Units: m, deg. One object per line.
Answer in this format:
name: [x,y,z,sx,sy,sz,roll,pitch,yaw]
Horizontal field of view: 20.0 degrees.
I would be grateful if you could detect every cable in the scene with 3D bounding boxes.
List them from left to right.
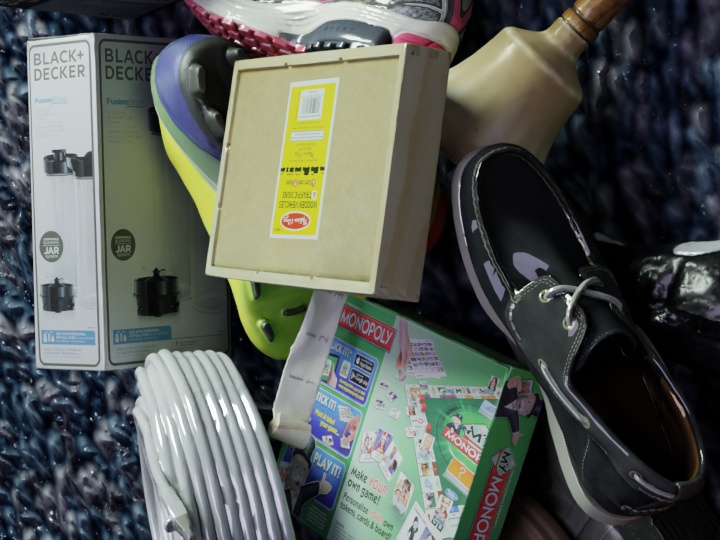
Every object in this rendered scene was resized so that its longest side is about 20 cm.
cable: [-0.085,0.141,1.178,0.200,0.069,0.200,90,165,-51]

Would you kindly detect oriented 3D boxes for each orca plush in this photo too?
orca plush: [0.166,0.007,1.025,0.200,0.071,0.105,34,112,34]

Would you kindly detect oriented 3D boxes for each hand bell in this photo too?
hand bell: [0.118,-0.133,1.056,0.200,0.104,0.104,-48,62,11]

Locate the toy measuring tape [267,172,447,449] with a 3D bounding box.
toy measuring tape: [0.000,0.000,1.112,0.073,0.074,0.201,11,78,39]

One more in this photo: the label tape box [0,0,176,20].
label tape box: [-0.171,-0.195,1.249,0.200,0.143,0.066,-18,80,38]

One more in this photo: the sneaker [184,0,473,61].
sneaker: [-0.017,-0.147,1.178,0.200,0.081,0.075,14,72,38]

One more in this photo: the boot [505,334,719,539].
boot: [0.102,0.118,1.091,0.131,0.068,0.200,-45,63,38]

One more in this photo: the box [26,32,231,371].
box: [-0.140,-0.042,1.248,0.060,0.116,0.201,-1,90,39]

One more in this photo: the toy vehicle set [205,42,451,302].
toy vehicle set: [-0.022,-0.052,1.079,0.200,0.026,0.125,6,88,61]

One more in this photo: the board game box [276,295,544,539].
board game box: [0.020,0.093,1.117,0.200,0.029,0.135,25,98,60]

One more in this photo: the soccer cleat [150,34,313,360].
soccer cleat: [-0.072,-0.045,1.215,0.084,0.065,0.201,6,117,59]

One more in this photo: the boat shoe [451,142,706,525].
boat shoe: [0.109,0.025,0.998,0.200,0.072,0.068,65,158,5]

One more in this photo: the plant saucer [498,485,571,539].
plant saucer: [0.067,0.208,1.108,0.200,0.029,0.201,21,116,50]
